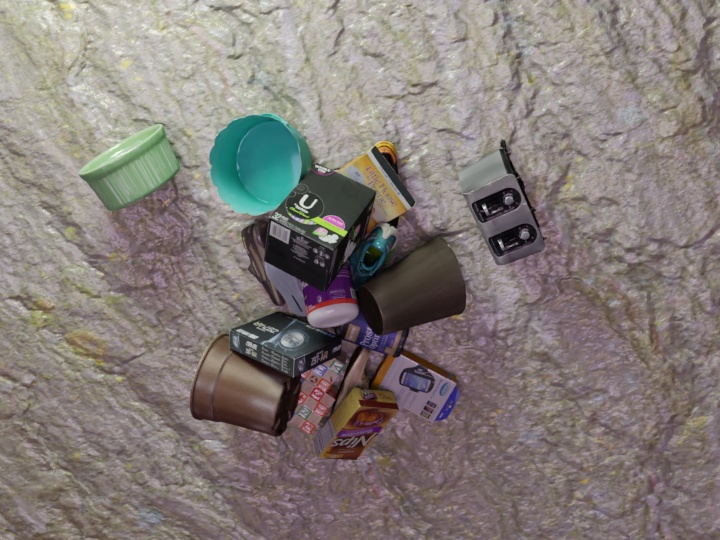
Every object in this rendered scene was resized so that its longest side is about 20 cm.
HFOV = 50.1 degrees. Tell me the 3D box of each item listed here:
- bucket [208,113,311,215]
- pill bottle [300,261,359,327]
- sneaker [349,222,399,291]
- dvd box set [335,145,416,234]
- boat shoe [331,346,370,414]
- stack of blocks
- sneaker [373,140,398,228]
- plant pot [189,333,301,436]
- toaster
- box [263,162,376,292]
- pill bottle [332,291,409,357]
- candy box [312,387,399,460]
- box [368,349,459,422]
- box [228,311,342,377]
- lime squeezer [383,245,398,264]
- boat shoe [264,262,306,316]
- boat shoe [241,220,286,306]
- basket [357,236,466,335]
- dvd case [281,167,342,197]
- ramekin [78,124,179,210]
[{"bbox_3d":[-0.200,-0.221,1.591,0.202,0.135,0.212,2,100,10],"label":"bucket"},{"bbox_3d":[-0.074,0.011,1.628,0.110,0.112,0.204,-16,72,10],"label":"pill bottle"},{"bbox_3d":[0.011,-0.020,1.625,0.077,0.080,0.201,31,137,0],"label":"sneaker"},{"bbox_3d":[0.001,-0.152,1.600,0.198,0.029,0.147,-26,107,41],"label":"dvd box set"},{"bbox_3d":[-0.009,0.262,1.789,0.064,0.072,0.203,20,115,-3],"label":"boat shoe"},{"bbox_3d":[-0.109,0.268,1.804,0.114,0.059,0.202,33,108,-7],"label":"stack of blocks"},{"bbox_3d":[0.047,-0.167,1.629,0.068,0.090,0.204,0,108,4],"label":"sneaker"},{"bbox_3d":[-0.246,0.267,1.718,0.195,0.200,0.204,17,110,13],"label":"plant pot"},{"bbox_3d":[0.288,-0.137,1.578,0.117,0.201,0.183,-23,114,14],"label":"toaster"},{"bbox_3d":[-0.079,-0.089,1.531,0.147,0.201,0.126,27,137,10],"label":"box"},{"bbox_3d":[0.009,0.112,1.715,0.196,0.112,0.114,18,109,-2],"label":"pill bottle"},{"bbox_3d":[-0.012,0.358,1.781,0.115,0.057,0.201,11,130,-34],"label":"candy box"},{"bbox_3d":[0.131,0.269,1.797,0.197,0.042,0.120,27,108,-7],"label":"box"},{"bbox_3d":[-0.163,0.157,1.676,0.197,0.159,0.044,19,113,35],"label":"box"},{"bbox_3d":[0.000,0.000,1.717,0.196,0.038,0.072,-18,104,9],"label":"lime squeezer"},{"bbox_3d":[-0.155,0.014,1.690,0.070,0.063,0.202,-9,130,15],"label":"boat shoe"},{"bbox_3d":[-0.211,-0.016,1.720,0.072,0.074,0.204,0,115,31],"label":"boat shoe"},{"bbox_3d":[0.105,0.049,1.630,0.197,0.136,0.184,-23,114,-20],"label":"basket"},{"bbox_3d":[-0.085,-0.116,1.692,0.147,0.025,0.204,-7,108,6],"label":"dvd case"},{"bbox_3d":[-0.474,-0.211,1.603,0.197,0.201,0.099,-23,114,12],"label":"ramekin"}]
